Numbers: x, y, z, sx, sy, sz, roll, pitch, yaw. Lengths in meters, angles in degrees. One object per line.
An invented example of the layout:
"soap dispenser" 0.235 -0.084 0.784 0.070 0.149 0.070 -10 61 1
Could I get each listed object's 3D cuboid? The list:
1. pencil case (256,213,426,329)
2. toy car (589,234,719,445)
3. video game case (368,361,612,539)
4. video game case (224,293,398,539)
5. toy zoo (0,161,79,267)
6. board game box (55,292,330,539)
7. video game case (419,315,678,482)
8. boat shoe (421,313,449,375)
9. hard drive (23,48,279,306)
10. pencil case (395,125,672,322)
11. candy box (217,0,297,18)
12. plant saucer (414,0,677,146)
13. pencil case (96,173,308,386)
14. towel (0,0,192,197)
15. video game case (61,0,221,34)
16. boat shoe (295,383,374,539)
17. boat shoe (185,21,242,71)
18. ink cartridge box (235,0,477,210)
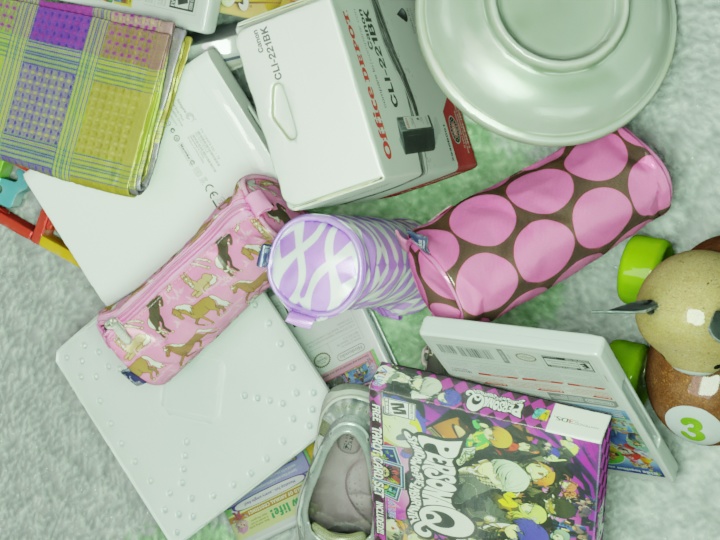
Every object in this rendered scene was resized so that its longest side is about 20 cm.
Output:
"pencil case" 0.000 0.000 1.488 0.084 0.200 0.086 9 95 23
"toy car" 0.241 0.049 1.378 0.164 0.200 0.158 11 92 23
"video game case" 0.097 0.169 1.478 0.181 0.036 0.200 13 132 16
"video game case" -0.055 0.113 1.619 0.200 0.022 0.182 -28 84 23
"toy zoo" -0.261 -0.084 1.690 0.200 0.020 0.131 28 105 19
"board game box" -0.135 0.094 1.624 0.200 0.026 0.200 -39 77 21
"video game case" 0.143 0.097 1.441 0.143 0.200 0.018 6 61 30
"boat shoe" 0.074 0.106 1.537 0.057 0.067 0.200 -11 94 20
"hard drive" -0.164 -0.074 1.586 0.200 0.027 0.132 -31 94 22
"pencil case" 0.129 -0.037 1.445 0.200 0.091 0.094 -28 51 -14
"candy box" -0.114 -0.270 1.586 0.200 0.055 0.116 15 100 23
"plant saucer" 0.141 -0.193 1.429 0.200 0.050 0.201 1 78 -6
"pencil case" -0.122 0.007 1.545 0.200 0.087 0.083 -41 98 24
"towel" -0.234 -0.144 1.581 0.200 0.023 0.144 14 90 31
"video game case" -0.180 -0.307 1.571 0.182 0.023 0.200 15 99 23
"boat shoe" -0.015 0.187 1.557 0.074 0.065 0.202 12 122 3
"boat shoe" -0.161 -0.151 1.612 0.200 0.071 0.070 -17 107 14
"ink cartridge box" 0.000 -0.129 1.471 0.084 0.200 0.145 -18 89 25
